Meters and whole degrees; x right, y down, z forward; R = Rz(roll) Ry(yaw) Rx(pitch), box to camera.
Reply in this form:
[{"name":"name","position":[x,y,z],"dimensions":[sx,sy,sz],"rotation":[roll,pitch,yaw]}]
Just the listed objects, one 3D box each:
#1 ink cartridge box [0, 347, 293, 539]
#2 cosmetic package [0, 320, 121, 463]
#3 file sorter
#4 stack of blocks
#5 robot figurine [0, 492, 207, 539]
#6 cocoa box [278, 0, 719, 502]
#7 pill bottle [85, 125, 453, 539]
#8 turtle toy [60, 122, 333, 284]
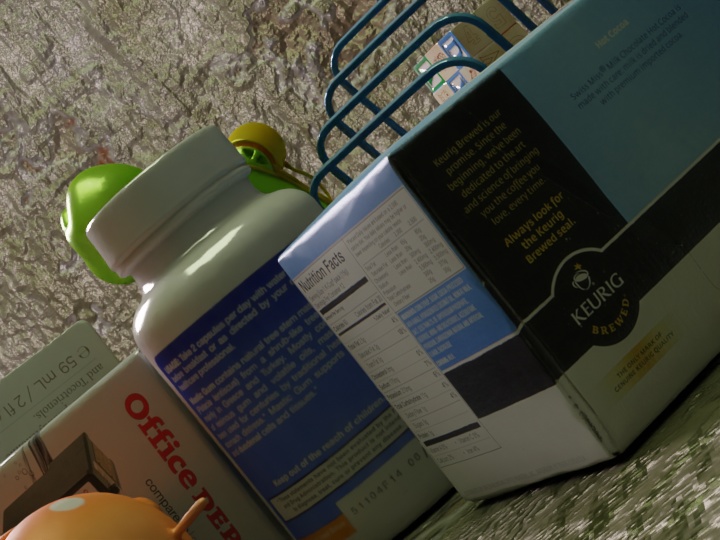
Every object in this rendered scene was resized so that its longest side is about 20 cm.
[{"name":"ink cartridge box","position":[-0.130,0.145,0.792],"dimensions":[0.199,0.146,0.084],"rotation":[-39,0,16]},{"name":"cosmetic package","position":[-0.219,0.180,1.085],"dimensions":[0.167,0.201,0.166],"rotation":[-40,0,-33]},{"name":"file sorter","position":[0.053,-0.071,0.826],"dimensions":[0.138,0.122,0.201],"rotation":[-39,25,29]},{"name":"stack of blocks","position":[0.135,-0.118,1.264],"dimensions":[0.058,0.201,0.115],"rotation":[-39,2,-24]},{"name":"robot figurine","position":[-0.135,0.171,0.652],"dimensions":[0.143,0.118,0.200],"rotation":[-1,-31,-49]},{"name":"cocoa box","position":[0.091,-0.028,0.593],"dimensions":[0.200,0.132,0.133],"rotation":[-40,1,-26]},{"name":"pill bottle","position":[-0.038,0.033,0.714],"dimensions":[0.112,0.201,0.112],"rotation":[-38,1,1]},{"name":"turtle toy","position":[-0.073,-0.008,0.850],"dimensions":[0.102,0.198,0.146],"rotation":[-57,8,32]}]
